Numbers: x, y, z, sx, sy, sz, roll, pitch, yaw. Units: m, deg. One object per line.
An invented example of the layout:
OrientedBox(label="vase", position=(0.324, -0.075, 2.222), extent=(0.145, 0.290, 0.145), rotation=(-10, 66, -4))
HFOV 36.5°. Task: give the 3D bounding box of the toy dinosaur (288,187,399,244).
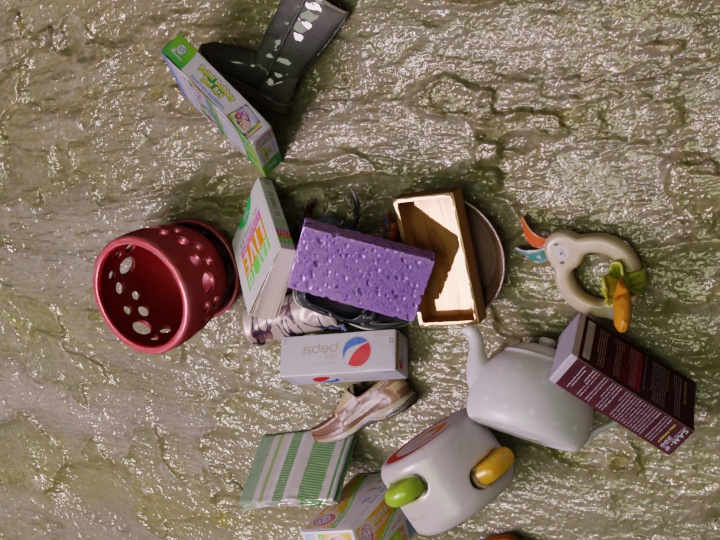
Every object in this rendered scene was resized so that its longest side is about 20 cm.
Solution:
OrientedBox(label="toy dinosaur", position=(-0.018, -0.055, 1.691), extent=(0.181, 0.105, 0.200), rotation=(24, 152, 25))

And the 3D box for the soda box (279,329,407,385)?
OrientedBox(label="soda box", position=(-0.026, 0.139, 1.741), extent=(0.199, 0.064, 0.069), rotation=(-5, 70, 19))

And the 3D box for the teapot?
OrientedBox(label="teapot", position=(0.260, 0.171, 1.586), extent=(0.197, 0.200, 0.147), rotation=(8, 75, 48))

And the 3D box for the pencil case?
OrientedBox(label="pencil case", position=(-0.100, 0.075, 1.784), extent=(0.199, 0.078, 0.090), rotation=(-12, 114, 32))

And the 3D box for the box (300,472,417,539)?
OrientedBox(label="box", position=(0.004, 0.425, 1.785), extent=(0.101, 0.200, 0.113), rotation=(-10, 104, 31))

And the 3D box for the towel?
OrientedBox(label="towel", position=(-0.106, 0.338, 1.854), extent=(0.199, 0.153, 0.023), rotation=(-11, 132, 31))

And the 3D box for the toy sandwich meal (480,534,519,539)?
OrientedBox(label="toy sandwich meal", position=(0.255, 0.521, 1.761), extent=(0.204, 0.070, 0.206), rotation=(10, 113, 25))

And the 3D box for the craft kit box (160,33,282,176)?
OrientedBox(label="craft kit box", position=(-0.207, -0.246, 1.663), extent=(0.048, 0.200, 0.198), rotation=(-41, 83, -5))

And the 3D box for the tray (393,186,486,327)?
OrientedBox(label="tray", position=(0.118, -0.018, 1.613), extent=(0.098, 0.037, 0.201), rotation=(-5, 105, 30))

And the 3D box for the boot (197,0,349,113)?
OrientedBox(label="boot", position=(-0.134, -0.358, 1.639), extent=(0.181, 0.073, 0.200), rotation=(28, 128, -6))

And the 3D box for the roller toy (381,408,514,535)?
OrientedBox(label="roller toy", position=(0.139, 0.314, 1.682), extent=(0.199, 0.182, 0.140), rotation=(-34, 89, 3))

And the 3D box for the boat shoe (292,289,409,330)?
OrientedBox(label="boat shoe", position=(-0.004, 0.048, 1.679), extent=(0.198, 0.066, 0.075), rotation=(17, 85, -10))

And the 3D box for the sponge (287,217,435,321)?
OrientedBox(label="sponge", position=(0.000, 0.000, 1.605), extent=(0.199, 0.030, 0.112), rotation=(15, 120, -2))

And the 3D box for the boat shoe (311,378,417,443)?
OrientedBox(label="boat shoe", position=(0.001, 0.221, 1.793), extent=(0.199, 0.076, 0.074), rotation=(-28, 89, 25))

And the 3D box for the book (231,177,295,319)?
OrientedBox(label="book", position=(-0.151, -0.038, 1.721), extent=(0.048, 0.200, 0.134), rotation=(10, 122, -24))

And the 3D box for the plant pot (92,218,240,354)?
OrientedBox(label="plant pot", position=(-0.315, 0.014, 1.816), extent=(0.199, 0.182, 0.202), rotation=(10, 114, 25))

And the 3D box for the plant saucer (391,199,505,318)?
OrientedBox(label="plant saucer", position=(0.130, -0.023, 1.647), extent=(0.199, 0.037, 0.202), rotation=(10, 112, 26))

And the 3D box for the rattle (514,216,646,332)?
OrientedBox(label="rattle", position=(0.288, 0.009, 1.516), extent=(0.199, 0.143, 0.130), rotation=(32, 141, 7))

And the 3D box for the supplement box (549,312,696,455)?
OrientedBox(label="supplement box", position=(0.366, 0.156, 1.515), extent=(0.199, 0.109, 0.061), rotation=(32, 125, -1))
